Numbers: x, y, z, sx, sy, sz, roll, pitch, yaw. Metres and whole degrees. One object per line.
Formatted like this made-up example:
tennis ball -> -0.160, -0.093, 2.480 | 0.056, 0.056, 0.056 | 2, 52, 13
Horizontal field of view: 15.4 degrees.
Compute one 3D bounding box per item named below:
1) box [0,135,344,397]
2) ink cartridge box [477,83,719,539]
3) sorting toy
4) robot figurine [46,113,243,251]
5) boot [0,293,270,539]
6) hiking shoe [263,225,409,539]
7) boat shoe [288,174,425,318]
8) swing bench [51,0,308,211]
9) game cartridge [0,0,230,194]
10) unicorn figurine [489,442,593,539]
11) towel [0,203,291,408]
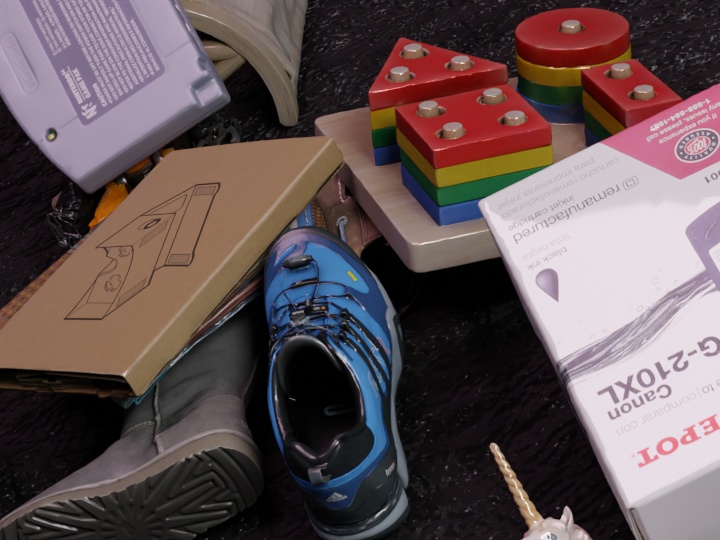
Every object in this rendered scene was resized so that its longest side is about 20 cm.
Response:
box -> -0.119, -0.003, 1.540 | 0.163, 0.021, 0.200 | -1, 42, 49
ink cartridge box -> 0.163, 0.028, 1.276 | 0.144, 0.084, 0.201 | -26, 52, 3
sorting toy -> 0.091, -0.087, 1.537 | 0.199, 0.070, 0.199 | -12, 27, -13
robot figurine -> -0.127, -0.032, 1.725 | 0.144, 0.058, 0.200 | -29, 30, 1
boot -> -0.126, 0.087, 1.528 | 0.181, 0.073, 0.200 | -21, 33, 8
hiking shoe -> -0.015, 0.045, 1.422 | 0.074, 0.087, 0.201 | -19, 52, 5
boat shoe -> 0.000, 0.000, 1.561 | 0.072, 0.072, 0.201 | -13, 43, 18
swing bench -> -0.145, -0.172, 1.887 | 0.199, 0.130, 0.199 | -21, 30, 14
game cartridge -> -0.182, -0.154, 1.759 | 0.133, 0.041, 0.201 | -30, 65, 4
unicorn figurine -> 0.110, 0.175, 1.192 | 0.199, 0.074, 0.137 | 17, 48, 33
towel -> -0.129, 0.011, 1.577 | 0.147, 0.022, 0.200 | -41, 27, -18
